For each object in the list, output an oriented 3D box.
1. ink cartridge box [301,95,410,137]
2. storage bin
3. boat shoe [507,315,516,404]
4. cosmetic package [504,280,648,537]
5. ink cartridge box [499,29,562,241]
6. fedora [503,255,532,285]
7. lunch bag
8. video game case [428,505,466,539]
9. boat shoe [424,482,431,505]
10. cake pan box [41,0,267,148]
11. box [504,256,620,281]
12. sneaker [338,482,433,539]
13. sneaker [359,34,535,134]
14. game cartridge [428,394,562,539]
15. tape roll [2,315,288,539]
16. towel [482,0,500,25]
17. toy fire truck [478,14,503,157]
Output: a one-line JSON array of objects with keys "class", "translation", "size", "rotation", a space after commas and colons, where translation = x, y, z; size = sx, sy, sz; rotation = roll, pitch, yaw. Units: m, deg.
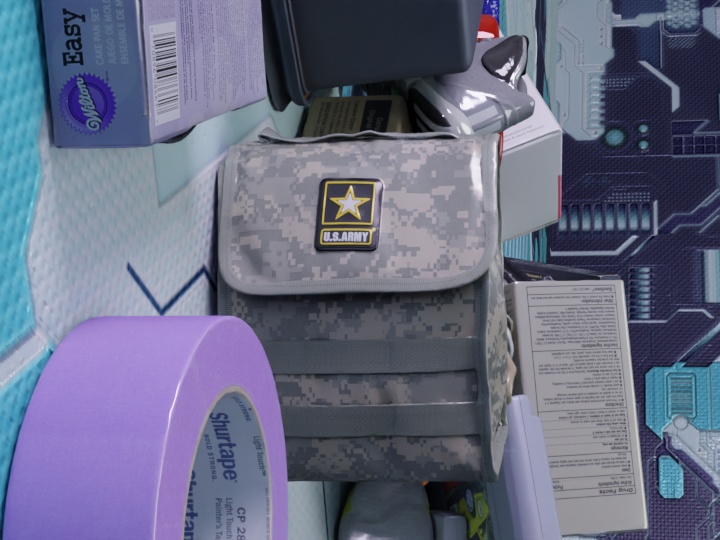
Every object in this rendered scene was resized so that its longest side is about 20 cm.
[{"class": "ink cartridge box", "translation": [0.000, 0.000, 1.029], "size": [0.165, 0.075, 0.201], "rotation": [-80, 165, -46]}, {"class": "storage bin", "translation": [0.015, -0.214, 0.965], "size": [0.200, 0.134, 0.146], "rotation": [-77, 162, -51]}, {"class": "boat shoe", "translation": [0.084, 0.059, 1.091], "size": [0.200, 0.068, 0.075], "rotation": [-78, 173, -67]}, {"class": "cosmetic package", "translation": [0.161, 0.111, 1.132], "size": [0.071, 0.105, 0.201], "rotation": [152, -63, -69]}, {"class": "ink cartridge box", "translation": [0.125, -0.151, 1.413], "size": [0.147, 0.082, 0.201], "rotation": [78, -10, -55]}, {"class": "fedora", "translation": [0.077, 0.067, 1.230], "size": [0.092, 0.200, 0.201], "rotation": [120, -17, -51]}, {"class": "lunch bag", "translation": [0.004, 0.016, 0.828], "size": [0.118, 0.163, 0.201], "rotation": [-50, 138, -74]}, {"class": "video game case", "translation": [0.048, 0.295, 1.177], "size": [0.182, 0.023, 0.201], "rotation": [167, -76, -73]}, {"class": "boat shoe", "translation": [0.119, 0.190, 1.254], "size": [0.072, 0.200, 0.072], "rotation": [41, 34, -9]}, {"class": "cake pan box", "translation": [-0.093, -0.159, 0.655], "size": [0.184, 0.052, 0.201], "rotation": [-47, 135, -70]}, {"class": "box", "translation": [0.130, 0.069, 1.297], "size": [0.043, 0.199, 0.161], "rotation": [-2, 99, -57]}, {"class": "sneaker", "translation": [0.011, 0.257, 1.124], "size": [0.105, 0.075, 0.201], "rotation": [104, -5, -57]}, {"class": "sneaker", "translation": [0.066, -0.161, 1.075], "size": [0.200, 0.115, 0.075], "rotation": [55, -18, 39]}, {"class": "game cartridge", "translation": [0.100, 0.190, 1.107], "size": [0.200, 0.041, 0.134], "rotation": [123, -42, -63]}, {"class": "tape roll", "translation": [-0.088, 0.121, 0.633], "size": [0.200, 0.065, 0.201], "rotation": [-1, 90, -79]}, {"class": "towel", "translation": [0.084, -0.183, 1.301], "size": [0.147, 0.049, 0.201], "rotation": [12, -75, 57]}, {"class": "toy fire truck", "translation": [0.047, -0.128, 1.216], "size": [0.168, 0.111, 0.201], "rotation": [122, -31, -72]}]
